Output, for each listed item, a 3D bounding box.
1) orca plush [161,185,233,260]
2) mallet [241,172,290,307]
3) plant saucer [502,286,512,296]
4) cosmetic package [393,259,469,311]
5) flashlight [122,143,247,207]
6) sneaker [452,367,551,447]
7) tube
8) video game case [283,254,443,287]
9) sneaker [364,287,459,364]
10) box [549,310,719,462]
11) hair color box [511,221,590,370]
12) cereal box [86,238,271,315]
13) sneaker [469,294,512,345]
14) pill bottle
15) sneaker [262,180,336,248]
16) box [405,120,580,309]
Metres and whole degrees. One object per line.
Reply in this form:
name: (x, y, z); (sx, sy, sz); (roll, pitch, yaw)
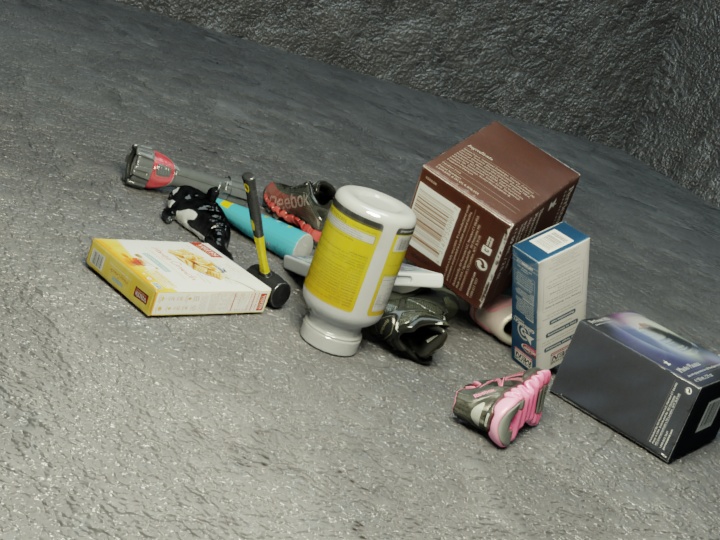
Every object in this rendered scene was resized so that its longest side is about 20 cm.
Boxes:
orca plush: (-0.235, -0.091, 1.777); (0.104, 0.072, 0.200); (15, 18, -20)
mallet: (-0.139, -0.044, 1.574); (0.041, 0.202, 0.066); (-34, 39, -31)
plant saucer: (0.232, -0.028, 1.955); (0.199, 0.202, 0.027); (30, 55, 28)
cosmetic package: (0.092, -0.021, 1.887); (0.198, 0.114, 0.081); (16, 18, -20)
flashlight: (-0.276, -0.143, 1.911); (0.198, 0.068, 0.068); (16, 42, -29)
sneaker: (0.178, 0.159, 1.524); (0.094, 0.080, 0.199); (16, 12, 25)
tube: (-0.164, -0.070, 1.846); (0.199, 0.051, 0.078); (27, -12, 26)
video game case: (0.000, 0.000, 1.714); (0.180, 0.023, 0.200); (3, 5, -18)
sneaker: (0.092, 0.077, 1.657); (0.114, 0.077, 0.198); (39, 22, 29)
box: (0.410, 0.156, 1.708); (0.197, 0.125, 0.199); (29, 18, 30)
hair color box: (0.270, 0.042, 1.717); (0.099, 0.202, 0.060); (-23, 38, -26)
cereal box: (-0.230, 0.007, 1.536); (0.143, 0.040, 0.199); (33, 21, 34)
sneaker: (0.275, 0.080, 1.853); (0.198, 0.076, 0.105); (3, 19, -26)
pill bottle: (-0.010, 0.002, 1.538); (0.111, 0.202, 0.112); (19, 17, -6)
sneaker: (-0.088, -0.112, 1.974); (0.070, 0.099, 0.200); (2, 24, -42)
box: (0.187, -0.085, 1.764); (0.164, 0.167, 0.199); (35, 44, 21)
